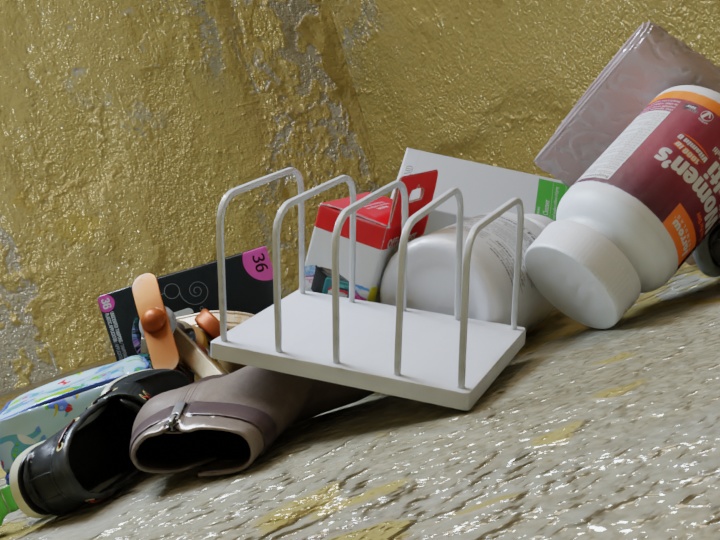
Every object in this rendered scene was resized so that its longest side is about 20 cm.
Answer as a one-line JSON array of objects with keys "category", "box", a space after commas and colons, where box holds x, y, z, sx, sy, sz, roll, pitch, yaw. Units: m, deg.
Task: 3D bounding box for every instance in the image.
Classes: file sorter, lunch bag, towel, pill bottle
[{"category": "file sorter", "box": [0.010, 0.003, 0.737, 0.200, 0.125, 0.139, 9, 20, 23]}, {"category": "lunch bag", "box": [-0.271, 0.143, 0.972, 0.161, 0.083, 0.200, -17, 2, -14]}, {"category": "towel", "box": [0.289, -0.109, 0.925, 0.032, 0.200, 0.191, -60, 4, -39]}, {"category": "pill bottle", "box": [0.232, -0.052, 0.824, 0.200, 0.110, 0.110, -45, 12, -19]}, {"category": "pill bottle", "box": [0.114, 0.008, 0.891, 0.114, 0.114, 0.200, -16, 3, 35]}]

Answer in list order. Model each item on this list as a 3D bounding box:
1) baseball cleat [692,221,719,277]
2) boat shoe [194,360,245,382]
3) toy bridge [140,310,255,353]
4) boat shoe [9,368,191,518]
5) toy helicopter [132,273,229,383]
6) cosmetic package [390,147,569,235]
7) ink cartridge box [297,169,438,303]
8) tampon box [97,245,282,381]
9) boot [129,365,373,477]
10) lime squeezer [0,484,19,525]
[{"category": "baseball cleat", "box": [0.323, -0.020, 0.820, 0.106, 0.070, 0.200, -31, -9, 26]}, {"category": "boat shoe", "box": [-0.100, 0.098, 1.048, 0.069, 0.074, 0.200, 11, -26, -40]}, {"category": "toy bridge", "box": [-0.138, 0.071, 1.094, 0.200, 0.027, 0.067, 6, -37, -10]}, {"category": "boat shoe", "box": [-0.187, 0.129, 0.797, 0.063, 0.074, 0.201, -22, 7, 26]}, {"category": "toy helicopter", "box": [-0.154, 0.079, 0.940, 0.079, 0.132, 0.200, -45, 39, -9]}, {"category": "cosmetic package", "box": [0.129, -0.049, 1.048, 0.200, 0.085, 0.108, 13, 41, 3]}, {"category": "ink cartridge box", "box": [0.000, 0.000, 0.892, 0.067, 0.200, 0.116, 20, 15, 17]}, {"category": "tampon box", "box": [-0.188, 0.072, 1.184, 0.200, 0.150, 0.126, -18, 1, -10]}, {"category": "boot", "box": [-0.072, 0.105, 0.754, 0.200, 0.070, 0.146, -15, 11, 10]}, {"category": "lime squeezer", "box": [-0.277, 0.178, 0.763, 0.200, 0.038, 0.071, -21, 4, -41]}]
